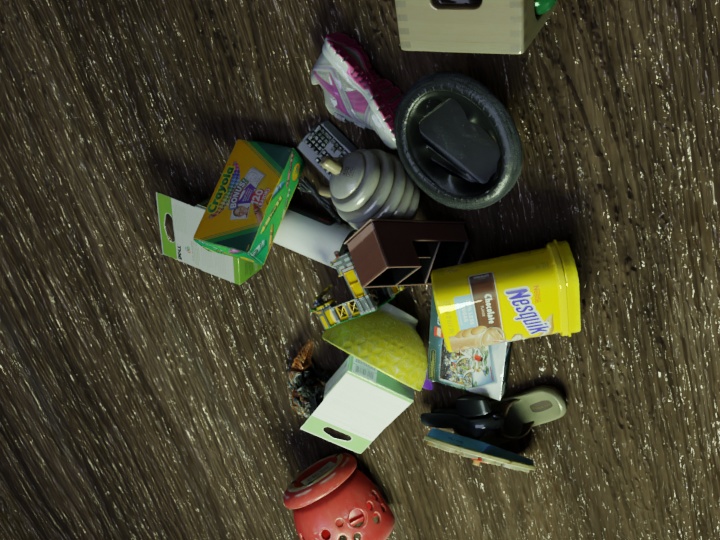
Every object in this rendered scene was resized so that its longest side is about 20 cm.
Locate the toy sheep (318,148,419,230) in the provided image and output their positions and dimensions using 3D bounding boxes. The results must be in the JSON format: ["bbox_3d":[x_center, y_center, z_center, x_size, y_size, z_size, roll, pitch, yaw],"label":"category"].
[{"bbox_3d":[0.014,-0.122,1.018,0.138,0.199,0.139,-22,59,43],"label":"toy sheep"}]

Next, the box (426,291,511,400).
[{"bbox_3d":[0.186,0.109,1.133,0.136,0.038,0.201,14,117,26],"label":"box"}]

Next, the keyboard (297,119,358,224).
[{"bbox_3d":[-0.032,-0.143,1.128,0.200,0.021,0.127,46,116,2],"label":"keyboard"}]

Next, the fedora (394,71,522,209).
[{"bbox_3d":[0.148,-0.190,0.957,0.200,0.092,0.202,16,122,27],"label":"fedora"}]

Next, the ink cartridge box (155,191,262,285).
[{"bbox_3d":[-0.297,-0.078,1.316,0.199,0.076,0.149,20,126,23],"label":"ink cartridge box"}]

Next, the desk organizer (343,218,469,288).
[{"bbox_3d":[0.082,-0.026,1.016,0.072,0.199,0.077,-39,62,44],"label":"desk organizer"}]

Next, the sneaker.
[{"bbox_3d":[0.000,-0.260,1.024,0.200,0.081,0.088,53,132,5],"label":"sneaker"}]

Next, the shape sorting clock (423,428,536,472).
[{"bbox_3d":[0.208,0.323,1.182,0.199,0.039,0.200,18,167,4],"label":"shape sorting clock"}]

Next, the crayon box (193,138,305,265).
[{"bbox_3d":[-0.189,-0.120,1.151,0.118,0.201,0.058,14,164,25],"label":"crayon box"}]

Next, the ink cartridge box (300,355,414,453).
[{"bbox_3d":[-0.008,0.263,1.297,0.145,0.048,0.200,26,128,-15],"label":"ink cartridge box"}]

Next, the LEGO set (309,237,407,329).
[{"bbox_3d":[0.000,0.000,1.105,0.153,0.200,0.116,-21,97,52],"label":"LEGO set"}]

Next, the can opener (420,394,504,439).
[{"bbox_3d":[0.181,0.263,1.207,0.200,0.063,0.079,-24,72,60],"label":"can opener"}]

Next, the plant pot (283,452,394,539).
[{"bbox_3d":[-0.053,0.506,1.433,0.200,0.200,0.183,-29,91,40],"label":"plant pot"}]

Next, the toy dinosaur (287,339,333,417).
[{"bbox_3d":[-0.109,0.231,1.375,0.135,0.102,0.201,32,153,34],"label":"toy dinosaur"}]

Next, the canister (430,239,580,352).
[{"bbox_3d":[0.214,0.044,0.994,0.199,0.087,0.149,-11,132,9],"label":"canister"}]

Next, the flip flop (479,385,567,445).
[{"bbox_3d":[0.271,0.260,1.166,0.081,0.058,0.200,51,135,-3],"label":"flip flop"}]

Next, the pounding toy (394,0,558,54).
[{"bbox_3d":[0.165,-0.365,0.801,0.199,0.184,0.143,11,134,27],"label":"pounding toy"}]

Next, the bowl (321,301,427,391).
[{"bbox_3d":[0.043,0.117,1.179,0.199,0.200,0.108,28,86,16],"label":"bowl"}]

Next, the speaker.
[{"bbox_3d":[-0.103,-0.070,1.194,0.199,0.081,0.082,23,127,20],"label":"speaker"}]

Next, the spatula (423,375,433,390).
[{"bbox_3d":[0.166,0.195,1.220,0.199,0.021,0.057,-2,116,32],"label":"spatula"}]
